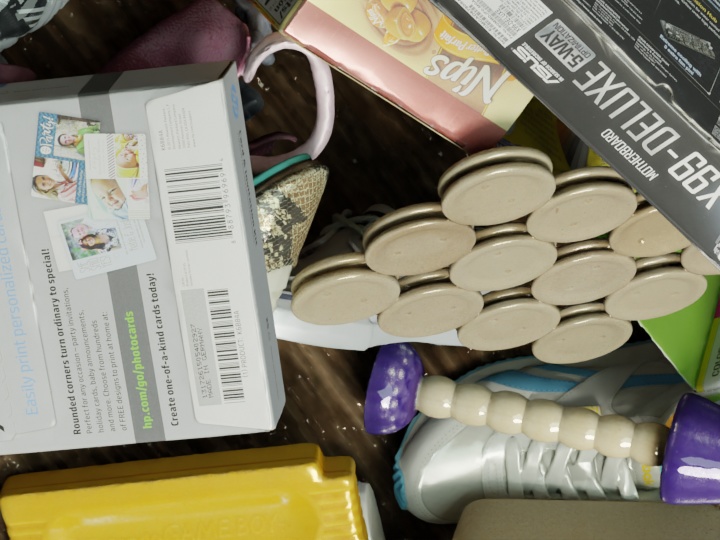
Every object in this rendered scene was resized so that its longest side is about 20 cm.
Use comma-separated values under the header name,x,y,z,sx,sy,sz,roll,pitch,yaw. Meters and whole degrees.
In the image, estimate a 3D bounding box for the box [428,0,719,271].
name,x,y,z,sx,sy,sz,roll,pitch,yaw
box,0.131,-0.110,1.116,0.200,0.158,0.050,41,133,-15

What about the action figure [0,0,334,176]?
name,x,y,z,sx,sy,sz,roll,pitch,yaw
action figure,-0.123,-0.039,1.188,0.200,0.149,0.134,-29,126,-24

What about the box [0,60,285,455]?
name,x,y,z,sx,sy,sz,roll,pitch,yaw
box,-0.141,-0.001,1.123,0.200,0.041,0.156,-6,106,8

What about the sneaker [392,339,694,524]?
name,x,y,z,sx,sy,sz,roll,pitch,yaw
sneaker,0.114,0.088,1.368,0.200,0.081,0.077,-15,118,-15

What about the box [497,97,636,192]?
name,x,y,z,sx,sy,sz,roll,pitch,yaw
box,0.111,-0.119,1.260,0.048,0.117,0.200,2,111,-22

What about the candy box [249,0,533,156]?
name,x,y,z,sx,sy,sz,roll,pitch,yaw
candy box,-0.008,-0.128,1.159,0.115,0.200,0.055,30,99,-30

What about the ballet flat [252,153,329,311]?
name,x,y,z,sx,sy,sz,roll,pitch,yaw
ballet flat,-0.089,0.020,1.177,0.200,0.068,0.075,-25,83,18

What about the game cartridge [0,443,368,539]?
name,x,y,z,sx,sy,sz,roll,pitch,yaw
game cartridge,-0.076,0.185,1.320,0.176,0.032,0.200,-7,116,7

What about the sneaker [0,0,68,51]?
name,x,y,z,sx,sy,sz,roll,pitch,yaw
sneaker,-0.151,-0.189,1.151,0.200,0.075,0.115,-48,120,-4

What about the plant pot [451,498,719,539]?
name,x,y,z,sx,sy,sz,roll,pitch,yaw
plant pot,0.118,0.224,1.324,0.200,0.177,0.200,2,134,-3

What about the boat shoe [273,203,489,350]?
name,x,y,z,sx,sy,sz,roll,pitch,yaw
boat shoe,0.000,0.000,1.277,0.200,0.074,0.067,2,98,-53

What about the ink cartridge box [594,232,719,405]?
name,x,y,z,sx,sy,sz,roll,pitch,yaw
ink cartridge box,0.211,0.001,1.330,0.200,0.076,0.148,48,44,-30

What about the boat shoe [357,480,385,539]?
name,x,y,z,sx,sy,sz,roll,pitch,yaw
boat shoe,-0.014,0.201,1.374,0.068,0.072,0.200,-6,124,6

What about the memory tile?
name,x,y,z,sx,sy,sz,roll,pitch,yaw
memory tile,0.082,-0.005,1.186,0.200,0.017,0.153,11,147,-40

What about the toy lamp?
name,x,y,z,sx,sy,sz,roll,pitch,yaw
toy lamp,0.104,0.076,1.306,0.200,0.058,0.058,13,110,12
